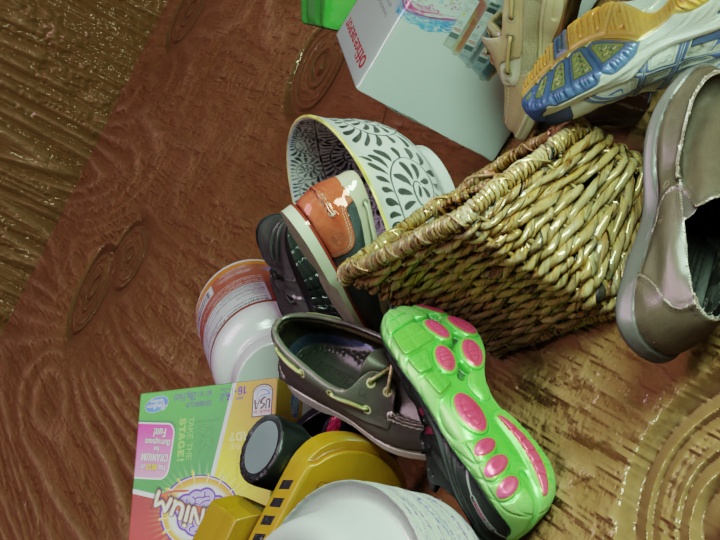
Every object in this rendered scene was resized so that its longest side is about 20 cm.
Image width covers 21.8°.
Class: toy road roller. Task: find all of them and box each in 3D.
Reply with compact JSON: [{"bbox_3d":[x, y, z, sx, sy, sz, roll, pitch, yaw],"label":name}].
[{"bbox_3d":[-0.040,0.216,1.403,0.201,0.122,0.146,-63,30,0],"label":"toy road roller"}]

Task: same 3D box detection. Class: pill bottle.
[{"bbox_3d":[-0.087,0.070,1.729,0.113,0.112,0.200,-60,19,10],"label":"pill bottle"}]

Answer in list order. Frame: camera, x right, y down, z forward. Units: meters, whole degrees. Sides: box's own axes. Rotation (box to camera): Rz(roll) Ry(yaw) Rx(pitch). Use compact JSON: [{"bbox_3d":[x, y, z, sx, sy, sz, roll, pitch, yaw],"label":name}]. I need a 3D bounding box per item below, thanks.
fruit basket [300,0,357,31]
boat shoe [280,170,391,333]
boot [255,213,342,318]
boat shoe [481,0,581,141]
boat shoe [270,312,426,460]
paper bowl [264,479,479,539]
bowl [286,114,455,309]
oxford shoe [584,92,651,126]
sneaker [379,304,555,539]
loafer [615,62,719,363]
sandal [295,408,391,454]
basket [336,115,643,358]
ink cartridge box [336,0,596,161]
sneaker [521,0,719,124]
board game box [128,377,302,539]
[{"bbox_3d":[0.053,-0.303,1.706,0.217,0.215,0.155,-63,19,2],"label":"fruit basket"},{"bbox_3d":[0.000,0.000,1.440,0.062,0.200,0.071,-37,50,-8],"label":"boat shoe"},{"bbox_3d":[-0.031,0.044,1.588,0.132,0.069,0.202,166,93,-73],"label":"boot"},{"bbox_3d":[0.131,-0.184,1.458,0.201,0.064,0.071,99,-163,-51],"label":"boat shoe"},{"bbox_3d":[0.013,0.083,1.389,0.201,0.060,0.072,19,60,39],"label":"boat shoe"},{"bbox_3d":[-0.012,0.238,1.225,0.200,0.104,0.202,-24,59,47],"label":"paper bowl"},{"bbox_3d":[0.024,-0.049,1.565,0.094,0.202,0.201,-23,7,-20],"label":"bowl"},{"bbox_3d":[0.176,-0.134,1.380,0.200,0.072,0.072,-63,-6,-75],"label":"oxford shoe"},{"bbox_3d":[0.059,0.104,1.275,0.084,0.076,0.201,-63,39,39],"label":"sneaker"},{"bbox_3d":[0.216,-0.038,1.147,0.071,0.073,0.201,-16,54,52],"label":"loafer"},{"bbox_3d":[0.002,0.124,1.486,0.200,0.075,0.045,-47,35,33],"label":"sandal"},{"bbox_3d":[0.100,-0.042,1.320,0.200,0.148,0.144,-26,41,62],"label":"basket"},{"bbox_3d":[0.093,-0.226,1.585,0.201,0.144,0.146,-56,20,19],"label":"ink cartridge box"},{"bbox_3d":[0.200,-0.139,1.223,0.199,0.088,0.076,-29,37,30],"label":"sneaker"},{"bbox_3d":[-0.125,0.199,1.587,0.152,0.040,0.202,-9,69,32],"label":"board game box"}]
